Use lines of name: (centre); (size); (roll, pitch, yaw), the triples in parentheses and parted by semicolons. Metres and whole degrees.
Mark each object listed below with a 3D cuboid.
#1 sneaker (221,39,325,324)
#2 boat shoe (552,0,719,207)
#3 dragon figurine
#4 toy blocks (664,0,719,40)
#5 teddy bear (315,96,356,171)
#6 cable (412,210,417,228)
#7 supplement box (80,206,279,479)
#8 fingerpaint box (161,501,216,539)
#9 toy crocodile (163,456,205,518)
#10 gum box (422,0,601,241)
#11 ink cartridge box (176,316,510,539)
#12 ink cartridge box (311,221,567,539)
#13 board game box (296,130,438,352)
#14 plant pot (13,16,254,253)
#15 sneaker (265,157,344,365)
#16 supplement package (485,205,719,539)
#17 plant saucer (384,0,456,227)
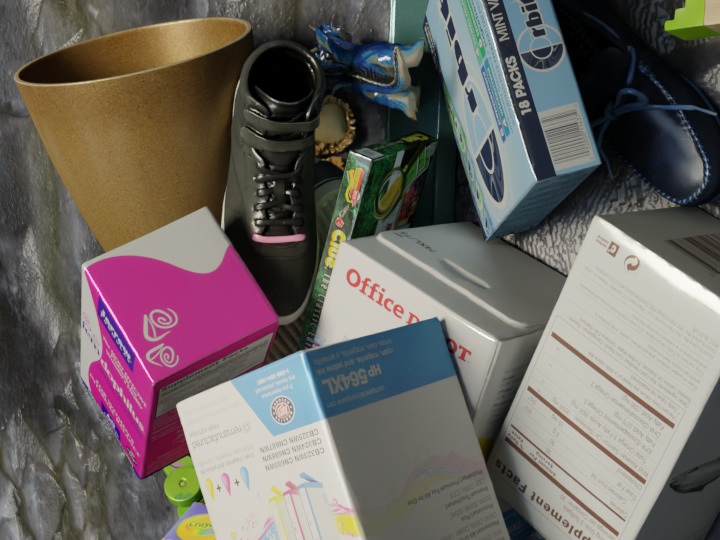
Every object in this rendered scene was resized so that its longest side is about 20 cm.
sneaker: (-0.060, -0.067, 0.835); (0.099, 0.070, 0.201); (125, 144, -75)
boat shoe: (0.156, -0.115, 0.783); (0.200, 0.068, 0.084); (52, 128, 28)
dragon figurine: (-0.005, -0.144, 0.871); (0.099, 0.200, 0.059); (5, 106, 3)
toy blocks: (0.270, -0.203, 0.651); (0.199, 0.100, 0.138); (0, 85, 45)
teddy bear: (-0.074, -0.084, 1.038); (0.200, 0.067, 0.146); (-31, 79, 36)
cable: (0.009, 0.015, 0.954); (0.097, 0.050, 0.201); (44, 135, 33)
supplement box: (-0.137, 0.058, 0.875); (0.101, 0.103, 0.200); (55, 153, 17)
fingerpaint box: (-0.058, 0.291, 0.991); (0.199, 0.073, 0.168); (7, 130, 36)
toy crocodile: (-0.134, 0.234, 1.140); (0.200, 0.062, 0.068); (45, 160, 38)
gum box: (0.091, -0.121, 0.786); (0.200, 0.044, 0.171); (108, 146, -81)
ink cartridge box: (-0.003, 0.150, 0.736); (0.128, 0.125, 0.201); (-25, 80, 41)
ink cartridge box: (0.057, 0.089, 0.856); (0.146, 0.146, 0.201); (33, 118, 35)
board game box: (0.000, 0.000, 0.883); (0.023, 0.105, 0.201); (27, 116, 24)
plant pot: (-0.159, -0.080, 0.962); (0.186, 0.186, 0.201); (13, 121, 44)
sneaker: (-0.056, 0.003, 0.957); (0.079, 0.078, 0.201); (50, 122, 46)
supplement package: (0.181, 0.076, 0.751); (0.117, 0.117, 0.201); (39, 122, 35)
plant saucer: (0.045, -0.129, 0.933); (0.070, 0.019, 0.201); (11, 103, 44)
